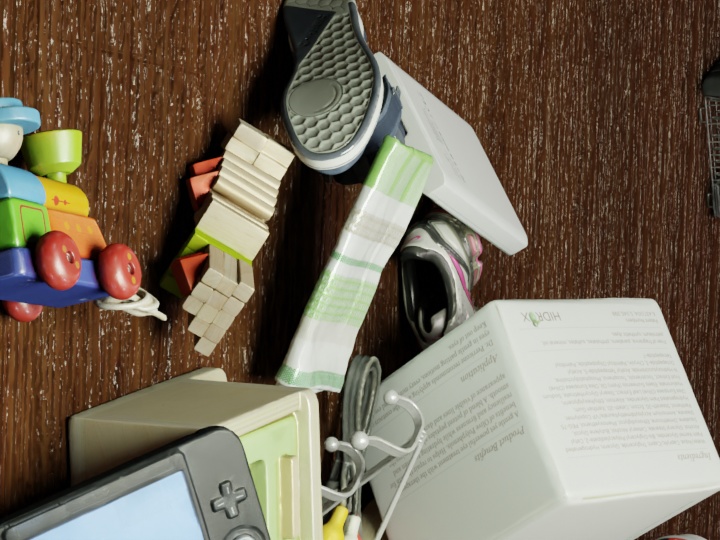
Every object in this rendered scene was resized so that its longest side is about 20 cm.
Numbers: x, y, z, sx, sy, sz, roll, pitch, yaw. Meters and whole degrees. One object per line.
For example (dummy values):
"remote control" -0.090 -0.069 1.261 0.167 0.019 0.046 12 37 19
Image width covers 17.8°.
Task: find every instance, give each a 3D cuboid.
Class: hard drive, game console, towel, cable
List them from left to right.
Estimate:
"game console" -0.117 0.212 1.343 0.200 0.116 0.176 -23 109 -24
"cable" -0.002 0.170 1.789 0.097 0.050 0.200 36 70 -61
"towel" 0.000 0.000 1.705 0.200 0.031 0.149 -65 171 3
"hard drive" 0.072 -0.094 1.912 0.132 0.026 0.200 65 14 23

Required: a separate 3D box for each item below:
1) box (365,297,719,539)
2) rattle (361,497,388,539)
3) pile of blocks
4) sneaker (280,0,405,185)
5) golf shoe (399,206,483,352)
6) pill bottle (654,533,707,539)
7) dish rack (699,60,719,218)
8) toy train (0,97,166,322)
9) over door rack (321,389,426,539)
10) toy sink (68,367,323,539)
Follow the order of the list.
"box" 0.138 0.139 1.818 0.200 0.199 0.171 1 62 -42
"rattle" 0.067 0.216 1.875 0.130 0.143 0.200 44 56 -36
"pile of blocks" -0.103 -0.031 1.577 0.062 0.082 0.200 31 41 -15
"sneaker" -0.009 -0.101 1.694 0.202 0.077 0.146 -92 169 -50
"golf shoe" 0.071 0.052 1.952 0.092 0.073 0.200 -40 119 -54
"pill bottle" 0.337 0.362 2.524 0.200 0.112 0.113 -37 125 -61
"dish rack" 0.465 -0.168 2.842 0.153 0.055 0.200 -42 130 -57
"toy train" -0.177 -0.032 1.375 0.200 0.085 0.116 12 68 -66
"over door rack" -0.028 0.186 1.616 0.067 0.148 0.200 36 35 -20
"toy sink" -0.094 0.145 1.524 0.200 0.112 0.130 -16 107 -65
